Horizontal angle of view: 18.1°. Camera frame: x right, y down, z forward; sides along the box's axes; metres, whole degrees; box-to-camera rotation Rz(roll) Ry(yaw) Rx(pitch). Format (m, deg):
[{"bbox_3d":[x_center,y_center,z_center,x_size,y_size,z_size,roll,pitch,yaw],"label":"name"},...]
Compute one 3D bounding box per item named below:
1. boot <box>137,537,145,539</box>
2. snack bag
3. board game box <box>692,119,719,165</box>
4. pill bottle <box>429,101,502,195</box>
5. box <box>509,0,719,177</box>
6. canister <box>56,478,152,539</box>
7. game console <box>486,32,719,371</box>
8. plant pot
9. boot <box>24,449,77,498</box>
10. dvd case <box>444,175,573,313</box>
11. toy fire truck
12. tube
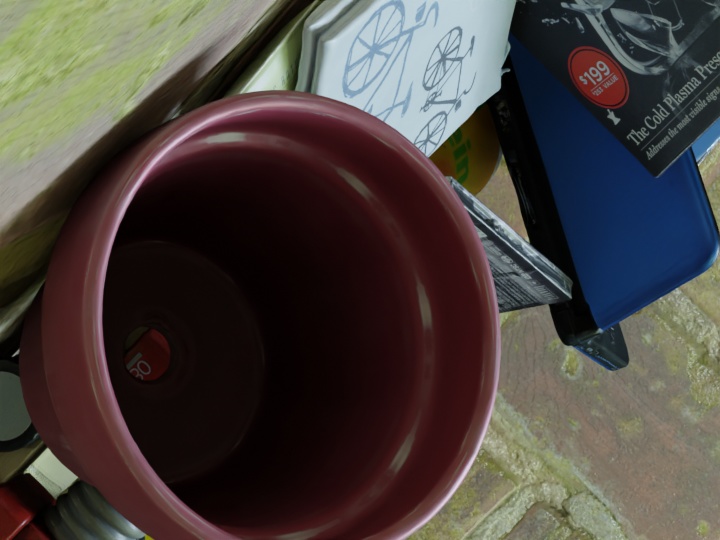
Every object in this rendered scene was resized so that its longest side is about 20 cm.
[{"bbox_3d":[-0.218,0.187,1.279,0.161,0.074,0.198,-3,-162,11],"label":"boot"},{"bbox_3d":[0.025,-0.106,1.120,0.200,0.021,0.189,-46,158,-34],"label":"snack bag"},{"bbox_3d":[0.186,-0.179,1.458,0.159,0.200,0.097,-44,178,-11],"label":"board game box"},{"bbox_3d":[0.023,-0.077,1.387,0.111,0.111,0.200,-47,177,33],"label":"pill bottle"},{"bbox_3d":[0.160,-0.180,1.165,0.104,0.182,0.200,-42,176,-32],"label":"box"},{"bbox_3d":[-0.142,0.135,1.427,0.199,0.087,0.149,-24,164,4],"label":"canister"},{"bbox_3d":[0.151,-0.061,1.343,0.118,0.201,0.171,-20,162,16],"label":"game console"},{"bbox_3d":[-0.063,0.035,1.010,0.200,0.200,0.179,-44,-167,-26],"label":"plant pot"},{"bbox_3d":[-0.154,0.072,1.312,0.155,0.073,0.200,-44,-179,2],"label":"boot"},{"bbox_3d":[0.000,0.000,1.283,0.199,0.016,0.149,-12,152,29],"label":"dvd case"},{"bbox_3d":[-0.122,0.124,1.172,0.176,0.200,0.129,-46,178,4],"label":"toy fire truck"},{"bbox_3d":[-0.054,-0.061,1.093,0.052,0.058,0.200,-2,158,-11],"label":"tube"}]
